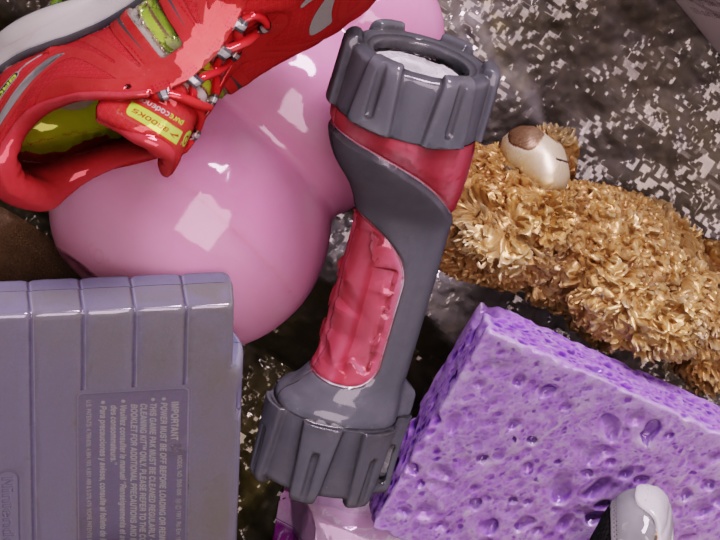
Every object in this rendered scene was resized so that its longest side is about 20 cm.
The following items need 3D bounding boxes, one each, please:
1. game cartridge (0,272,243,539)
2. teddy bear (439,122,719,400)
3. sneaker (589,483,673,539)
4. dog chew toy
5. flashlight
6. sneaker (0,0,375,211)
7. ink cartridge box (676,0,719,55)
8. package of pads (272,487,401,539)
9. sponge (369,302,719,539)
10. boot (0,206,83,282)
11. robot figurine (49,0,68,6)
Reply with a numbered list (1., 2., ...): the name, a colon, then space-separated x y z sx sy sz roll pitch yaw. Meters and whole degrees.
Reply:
1. game cartridge: -0.115 0.091 1.173 0.130 0.038 0.200 -5 124 -13
2. teddy bear: 0.111 -0.011 1.226 0.200 0.145 0.067 33 121 -16
3. sneaker: 0.079 0.175 1.194 0.077 0.078 0.200 23 113 2
4. dog chew toy: -0.041 -0.062 1.202 0.125 0.125 0.200 43 81 -15
5. flashlight: 0.000 0.000 1.145 0.068 0.068 0.200 25 113 19
6. sneaker: -0.067 -0.079 1.096 0.200 0.085 0.077 -28 132 26
7. ink cartridge box: 0.193 -0.135 1.220 0.084 0.145 0.200 -43 105 -3
8. package of pads: 0.058 0.162 1.279 0.200 0.076 0.121 4 96 -12
9. sponge: 0.115 0.100 1.210 0.200 0.030 0.112 24 115 -14
10. boot: -0.200 -0.009 1.208 0.200 0.074 0.075 34 76 -22
11. robot figurine: -0.066 -0.180 1.168 0.200 0.116 0.176 -31 69 -12
